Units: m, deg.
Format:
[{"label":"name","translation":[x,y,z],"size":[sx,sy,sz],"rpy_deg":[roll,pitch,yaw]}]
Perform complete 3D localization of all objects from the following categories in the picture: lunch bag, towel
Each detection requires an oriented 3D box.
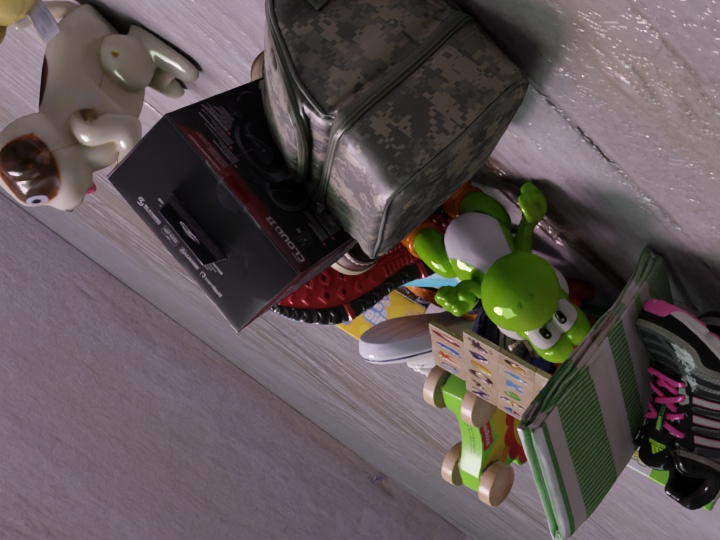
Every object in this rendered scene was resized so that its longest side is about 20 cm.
[{"label":"lunch bag","translation":[0.004,-0.120,1.014],"size":[0.168,0.139,0.200],"rpy_deg":[48,169,7]},{"label":"towel","translation":[0.193,0.099,1.149],"size":[0.023,0.200,0.153],"rpy_deg":[16,143,36]}]

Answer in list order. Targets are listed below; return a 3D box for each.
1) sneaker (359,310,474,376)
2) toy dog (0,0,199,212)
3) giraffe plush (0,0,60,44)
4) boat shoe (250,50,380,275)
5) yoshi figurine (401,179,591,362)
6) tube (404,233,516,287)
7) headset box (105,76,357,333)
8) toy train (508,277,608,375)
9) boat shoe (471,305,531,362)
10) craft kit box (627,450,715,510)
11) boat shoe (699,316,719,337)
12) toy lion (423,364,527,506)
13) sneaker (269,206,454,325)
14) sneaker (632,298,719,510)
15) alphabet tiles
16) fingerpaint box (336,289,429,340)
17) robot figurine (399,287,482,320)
[{"label":"sneaker","translation":[0.082,0.082,1.500],"size":[0.199,0.071,0.073],"rpy_deg":[-9,-165,-38]},{"label":"toy dog","translation":[-0.279,-0.151,1.441],"size":[0.194,0.201,0.139],"rpy_deg":[36,167,-20]},{"label":"giraffe plush","translation":[-0.301,-0.277,1.118],"size":[0.162,0.172,0.200],"rpy_deg":[42,153,11]},{"label":"boat shoe","translation":[-0.025,-0.093,1.196],"size":[0.072,0.072,0.201],"rpy_deg":[-12,98,57]},{"label":"yoshi figurine","translation":[0.103,-0.010,1.165],"size":[0.112,0.113,0.200],"rpy_deg":[-8,-140,-38]},{"label":"tube","translation":[0.066,-0.015,1.373],"size":[0.199,0.078,0.050],"rpy_deg":[7,175,42]},{"label":"headset box","translation":[-0.082,-0.053,1.091],"size":[0.149,0.077,0.200],"rpy_deg":[49,-152,1]},{"label":"toy train","translation":[0.201,0.070,1.247],"size":[0.115,0.085,0.200],"rpy_deg":[16,-168,16]},{"label":"boat shoe","translation":[0.131,0.059,1.337],"size":[0.062,0.075,0.200],"rpy_deg":[20,175,10]},{"label":"craft kit box","translation":[0.259,0.138,1.398],"size":[0.199,0.049,0.197],"rpy_deg":[28,-163,12]},{"label":"boat shoe","translation":[0.308,0.078,1.183],"size":[0.075,0.060,0.200],"rpy_deg":[33,168,-5]},{"label":"toy lion","translation":[0.158,0.130,1.515],"size":[0.068,0.192,0.201],"rpy_deg":[24,145,34]},{"label":"sneaker","translation":[0.000,0.000,1.289],"size":[0.095,0.199,0.080],"rpy_deg":[153,99,-71]},{"label":"sneaker","translation":[0.251,0.113,1.148],"size":[0.074,0.087,0.200],"rpy_deg":[31,155,53]},{"label":"alphabet tiles","translation":[0.134,0.102,1.262],"size":[0.166,0.006,0.200],"rpy_deg":[29,167,13]},{"label":"fingerpaint box","translation":[-0.023,0.014,1.649],"size":[0.199,0.074,0.167],"rpy_deg":[32,-174,2]},{"label":"robot figurine","translation":[0.071,-0.004,1.476],"size":[0.200,0.058,0.145],"rpy_deg":[21,163,42]}]
